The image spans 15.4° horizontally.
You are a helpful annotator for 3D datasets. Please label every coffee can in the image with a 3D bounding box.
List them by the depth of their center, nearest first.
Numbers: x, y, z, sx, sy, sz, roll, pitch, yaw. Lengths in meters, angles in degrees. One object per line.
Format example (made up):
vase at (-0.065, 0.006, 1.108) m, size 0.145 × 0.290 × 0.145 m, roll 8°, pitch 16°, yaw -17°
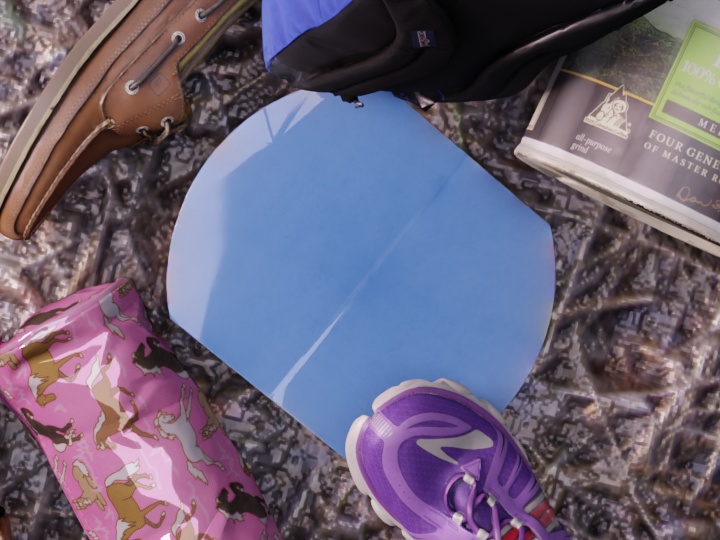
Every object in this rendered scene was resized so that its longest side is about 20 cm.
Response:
coffee can at (0.182, -0.117, 1.303) m, size 0.146 × 0.146 × 0.201 m, roll 25°, pitch 91°, yaw -6°

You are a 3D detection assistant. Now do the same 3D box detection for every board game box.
board game box at (0.000, 0.000, 1.347) m, size 0.200 × 0.039 × 0.158 m, roll 39°, pitch 88°, yaw -14°

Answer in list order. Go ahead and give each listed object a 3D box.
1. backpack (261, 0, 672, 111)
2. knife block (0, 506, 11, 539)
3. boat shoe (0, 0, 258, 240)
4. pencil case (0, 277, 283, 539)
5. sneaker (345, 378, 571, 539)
backpack at (0.045, -0.166, 1.243) m, size 0.162 × 0.200 × 0.169 m, roll 6°, pitch 72°, yaw -22°
knife block at (-0.195, 0.158, 1.321) m, size 0.200 × 0.064 × 0.176 m, roll 40°, pitch 92°, yaw -6°
boat shoe at (-0.113, -0.092, 1.312) m, size 0.068 × 0.072 × 0.201 m, roll 33°, pitch 90°, yaw -5°
pencil case at (-0.108, 0.102, 1.321) m, size 0.086 × 0.083 × 0.201 m, roll -34°, pitch 98°, yaw -47°
sneaker at (0.075, 0.134, 1.322) m, size 0.081 × 0.083 × 0.200 m, roll -43°, pitch 108°, yaw -2°
